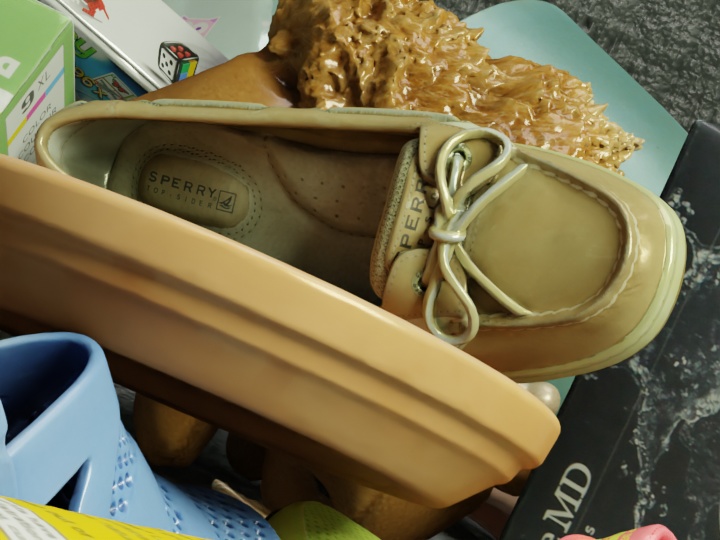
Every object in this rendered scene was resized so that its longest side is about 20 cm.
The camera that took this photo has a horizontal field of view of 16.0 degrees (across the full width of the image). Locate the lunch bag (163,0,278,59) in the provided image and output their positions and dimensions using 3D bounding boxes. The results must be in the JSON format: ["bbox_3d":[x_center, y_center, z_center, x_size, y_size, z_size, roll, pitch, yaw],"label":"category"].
[{"bbox_3d":[-0.095,-0.076,1.165,0.170,0.122,0.200,-10,0,7],"label":"lunch bag"}]

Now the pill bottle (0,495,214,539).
[{"bbox_3d":[-0.026,0.099,0.406,0.200,0.111,0.111,18,10,-43],"label":"pill bottle"}]

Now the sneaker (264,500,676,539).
[{"bbox_3d":[0.054,0.104,0.720,0.200,0.091,0.078,28,10,32],"label":"sneaker"}]

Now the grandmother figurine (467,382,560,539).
[{"bbox_3d":[0.032,0.069,1.041,0.200,0.061,0.121,27,19,30],"label":"grandmother figurine"}]

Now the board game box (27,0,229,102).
[{"bbox_3d":[-0.151,-0.110,0.987,0.200,0.035,0.126,41,-29,-17],"label":"board game box"}]

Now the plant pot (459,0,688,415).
[{"bbox_3d":[0.087,0.005,1.165,0.161,0.201,0.200,41,14,26],"label":"plant pot"}]

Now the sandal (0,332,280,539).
[{"bbox_3d":[-0.082,0.055,0.640,0.079,0.087,0.200,28,6,35],"label":"sandal"}]

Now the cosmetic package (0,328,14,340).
[{"bbox_3d":[-0.203,-0.004,0.785,0.199,0.052,0.151,25,6,1],"label":"cosmetic package"}]

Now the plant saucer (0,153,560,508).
[{"bbox_3d":[-0.042,0.020,0.720,0.200,0.038,0.200,23,-7,3],"label":"plant saucer"}]

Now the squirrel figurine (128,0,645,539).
[{"bbox_3d":[0.000,0.000,0.893,0.141,0.200,0.187,31,14,-42],"label":"squirrel figurine"}]

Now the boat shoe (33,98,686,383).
[{"bbox_3d":[-0.003,-0.016,0.755,0.200,0.073,0.063,16,-5,30],"label":"boat shoe"}]

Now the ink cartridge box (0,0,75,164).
[{"bbox_3d":[-0.165,-0.071,0.961,0.104,0.059,0.200,27,-27,10],"label":"ink cartridge box"}]

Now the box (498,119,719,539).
[{"bbox_3d":[0.162,0.086,0.788,0.200,0.197,0.117,29,9,28],"label":"box"}]
